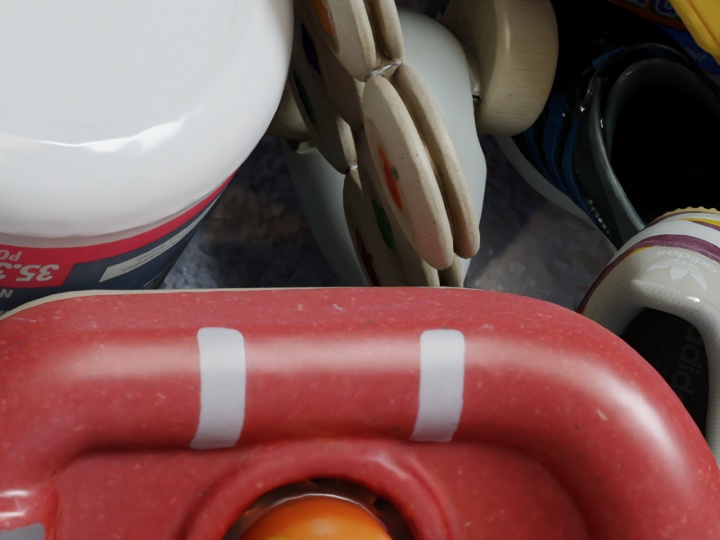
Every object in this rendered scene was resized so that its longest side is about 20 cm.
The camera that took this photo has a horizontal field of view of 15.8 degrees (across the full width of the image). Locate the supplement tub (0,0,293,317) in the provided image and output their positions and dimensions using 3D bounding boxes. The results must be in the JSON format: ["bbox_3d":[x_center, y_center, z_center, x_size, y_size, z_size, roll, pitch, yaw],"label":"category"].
[{"bbox_3d":[-0.111,-0.033,0.689,0.140,0.200,0.141,10,59,-18],"label":"supplement tub"}]

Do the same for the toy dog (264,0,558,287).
[{"bbox_3d":[0.000,0.000,0.806,0.132,0.096,0.200,24,71,-15],"label":"toy dog"}]

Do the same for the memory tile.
[{"bbox_3d":[-0.016,-0.083,0.686,0.017,0.153,0.200,-20,82,-7],"label":"memory tile"}]

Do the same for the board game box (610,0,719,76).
[{"bbox_3d":[0.122,-0.175,0.967,0.152,0.045,0.200,24,56,-11],"label":"board game box"}]

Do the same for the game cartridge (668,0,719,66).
[{"bbox_3d":[0.130,-0.113,0.817,0.200,0.032,0.177,49,34,-30],"label":"game cartridge"}]

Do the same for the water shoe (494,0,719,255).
[{"bbox_3d":[0.094,-0.047,0.825,0.071,0.079,0.200,-22,46,-11],"label":"water shoe"}]

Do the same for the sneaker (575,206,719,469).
[{"bbox_3d":[0.069,0.083,0.722,0.075,0.200,0.090,12,14,17],"label":"sneaker"}]

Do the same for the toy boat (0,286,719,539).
[{"bbox_3d":[-0.006,0.077,0.603,0.200,0.131,0.131,-1,20,-13],"label":"toy boat"}]
